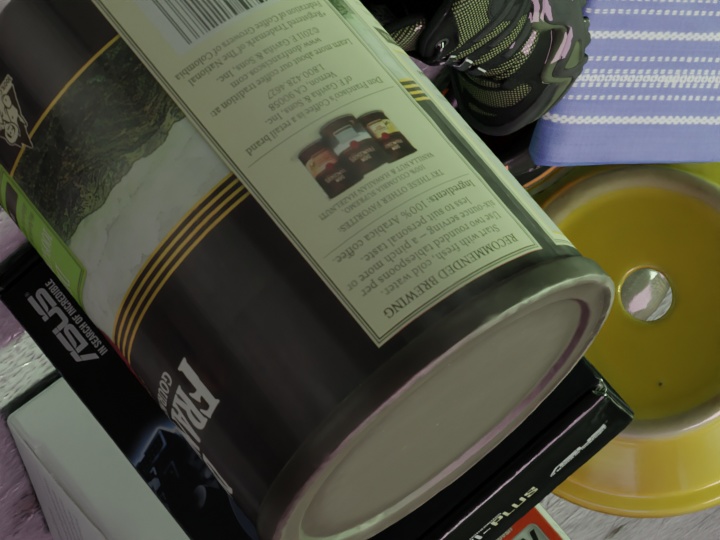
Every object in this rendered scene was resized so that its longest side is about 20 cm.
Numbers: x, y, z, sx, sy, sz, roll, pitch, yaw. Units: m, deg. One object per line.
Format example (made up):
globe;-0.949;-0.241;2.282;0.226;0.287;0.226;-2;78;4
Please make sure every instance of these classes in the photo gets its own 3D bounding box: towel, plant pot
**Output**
towel;0.158;-0.131;1.215;0.145;0.024;0.200;-2;125;-27
plant pot;0.140;0.021;1.369;0.201;0.201;0.189;-40;172;1

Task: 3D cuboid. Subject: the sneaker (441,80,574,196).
sneaker;0.105;-0.103;1.252;0.200;0.070;0.090;-45;165;21

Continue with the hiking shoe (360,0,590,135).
hiking shoe;0.034;-0.114;1.104;0.101;0.076;0.200;-26;151;-14

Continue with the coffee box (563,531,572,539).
coffee box;0.057;0.120;1.491;0.044;0.200;0.123;-45;161;5

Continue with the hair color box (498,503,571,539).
hair color box;0.031;0.095;1.371;0.064;0.200;0.111;-40;163;-1

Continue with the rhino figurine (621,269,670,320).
rhino figurine;0.171;-0.016;1.621;0.200;0.060;0.087;-44;176;6

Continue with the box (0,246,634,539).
box;-0.018;0.033;1.115;0.164;0.200;0.086;-40;164;4

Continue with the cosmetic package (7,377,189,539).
cosmetic package;-0.051;0.138;1.306;0.123;0.200;0.199;-38;163;-14

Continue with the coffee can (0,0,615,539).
coffee can;-0.031;-0.021;0.955;0.146;0.200;0.146;-35;162;-14
